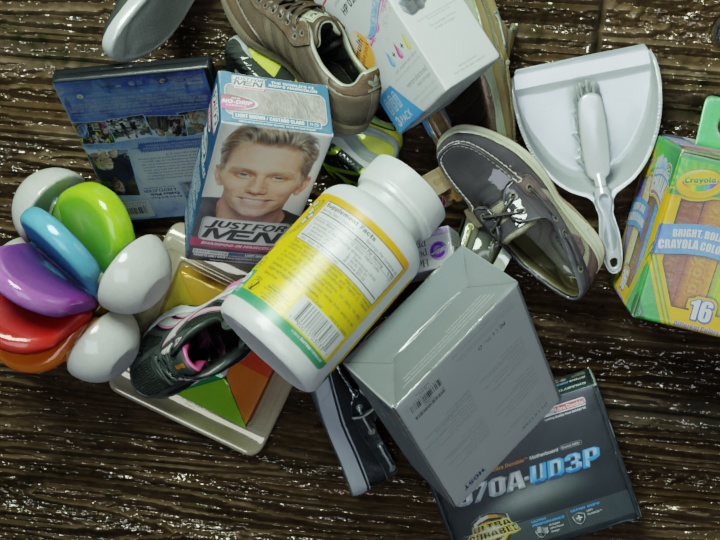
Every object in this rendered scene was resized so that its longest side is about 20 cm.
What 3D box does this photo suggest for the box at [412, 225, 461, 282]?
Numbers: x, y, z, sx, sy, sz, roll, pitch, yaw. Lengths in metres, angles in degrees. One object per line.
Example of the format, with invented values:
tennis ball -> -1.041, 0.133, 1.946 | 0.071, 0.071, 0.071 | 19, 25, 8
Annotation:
box -> 0.000, 0.000, 0.958 | 0.198, 0.041, 0.039 | -13, 78, 18

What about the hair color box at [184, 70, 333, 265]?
hair color box -> -0.099, -0.085, 0.905 | 0.099, 0.061, 0.201 | 4, 145, -17

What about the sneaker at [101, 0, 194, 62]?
sneaker -> -0.200, -0.273, 0.890 | 0.098, 0.071, 0.201 | 24, 62, 7

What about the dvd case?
dvd case -> -0.187, -0.116, 0.930 | 0.141, 0.018, 0.201 | -5, 144, 4

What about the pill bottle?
pill bottle -> -0.019, -0.002, 0.869 | 0.113, 0.113, 0.200 | 43, 77, -8

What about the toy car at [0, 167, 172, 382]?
toy car -> -0.293, 0.012, 0.945 | 0.174, 0.150, 0.201 | 38, 117, 15

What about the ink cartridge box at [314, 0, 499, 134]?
ink cartridge box -> 0.023, -0.236, 0.872 | 0.068, 0.115, 0.201 | -33, 90, -22

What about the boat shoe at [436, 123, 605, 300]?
boat shoe -> 0.146, -0.051, 0.906 | 0.200, 0.065, 0.072 | 43, 131, -16

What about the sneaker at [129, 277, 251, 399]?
sneaker -> -0.164, 0.074, 0.962 | 0.199, 0.086, 0.081 | -36, 99, 30

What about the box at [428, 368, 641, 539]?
box -> 0.174, 0.210, 1.037 | 0.198, 0.046, 0.161 | -19, 103, 10

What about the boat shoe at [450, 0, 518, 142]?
boat shoe -> 0.116, -0.208, 0.918 | 0.076, 0.071, 0.202 | -22, 104, -23

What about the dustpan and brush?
dustpan and brush -> 0.225, -0.099, 0.941 | 0.138, 0.057, 0.202 | -10, 106, 7

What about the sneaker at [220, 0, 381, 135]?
sneaker -> -0.048, -0.217, 0.897 | 0.200, 0.070, 0.076 | 47, 145, 12

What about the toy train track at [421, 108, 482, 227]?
toy train track -> 0.071, -0.133, 0.953 | 0.114, 0.032, 0.202 | -30, 93, -29

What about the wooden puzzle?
wooden puzzle -> -0.150, 0.076, 1.033 | 0.183, 0.037, 0.202 | 26, 106, -2

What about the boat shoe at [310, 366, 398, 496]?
boat shoe -> -0.009, 0.139, 1.016 | 0.067, 0.074, 0.201 | -22, 109, -8

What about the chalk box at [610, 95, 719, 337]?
chalk box -> 0.323, -0.054, 0.912 | 0.123, 0.124, 0.202 | 12, 106, 1

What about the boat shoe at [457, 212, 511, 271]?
boat shoe -> 0.082, 0.036, 0.986 | 0.060, 0.072, 0.203 | 31, 99, -2

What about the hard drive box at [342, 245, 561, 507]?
hard drive box -> 0.092, 0.103, 0.920 | 0.156, 0.077, 0.201 | -43, 138, -12

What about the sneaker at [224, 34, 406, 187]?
sneaker -> -0.045, -0.160, 0.953 | 0.199, 0.075, 0.077 | 40, 74, -4
